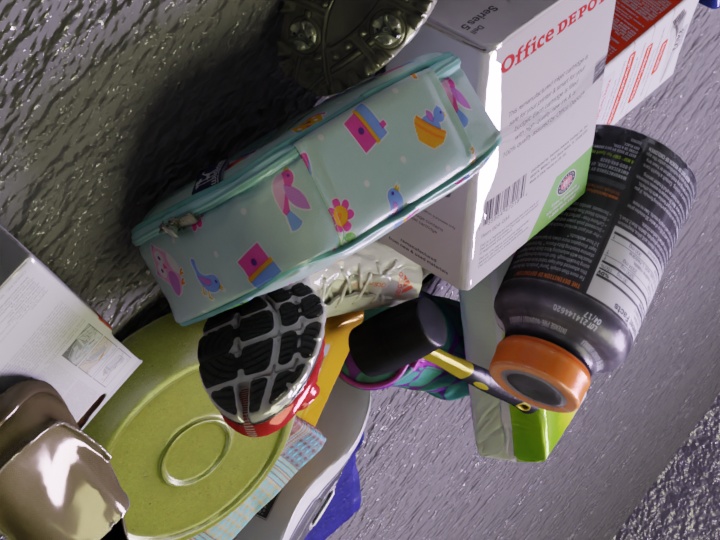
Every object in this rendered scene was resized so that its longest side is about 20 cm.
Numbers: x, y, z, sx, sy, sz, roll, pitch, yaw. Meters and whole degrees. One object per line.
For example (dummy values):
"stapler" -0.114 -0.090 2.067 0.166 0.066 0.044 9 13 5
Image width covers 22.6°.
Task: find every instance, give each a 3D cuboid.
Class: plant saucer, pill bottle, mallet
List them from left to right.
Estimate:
"plant saucer" -0.114 0.111 1.174 0.199 0.031 0.201 -26 139 -26
"mallet" 0.079 0.067 1.302 0.066 0.041 0.199 -31 144 34
"pill bottle" 0.163 0.002 1.311 0.106 0.106 0.201 81 33 -65

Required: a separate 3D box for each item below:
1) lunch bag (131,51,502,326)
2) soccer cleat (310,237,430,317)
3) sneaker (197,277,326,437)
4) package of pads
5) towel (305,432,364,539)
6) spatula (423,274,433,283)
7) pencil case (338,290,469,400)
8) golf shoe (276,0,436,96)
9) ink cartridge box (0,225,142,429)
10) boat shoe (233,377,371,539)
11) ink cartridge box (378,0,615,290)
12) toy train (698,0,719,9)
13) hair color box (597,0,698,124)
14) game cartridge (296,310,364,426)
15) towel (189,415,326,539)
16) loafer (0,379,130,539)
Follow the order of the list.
"lunch bag" -0.031 -0.047 1.029 0.200 0.077 0.160 -32 -171 -36
"soccer cleat" 0.000 0.000 1.253 0.200 0.077 0.070 -29 152 -46
"sneaker" -0.046 0.051 1.064 0.077 0.085 0.200 -15 -157 7
"package of pads" 0.131 0.036 1.453 0.154 0.068 0.201 -37 124 -66
"towel" -0.079 0.212 1.517 0.200 0.049 0.148 -39 151 -29
"spatula" 0.060 -0.046 1.385 0.056 0.021 0.200 -29 156 -20
"pencil case" 0.042 0.056 1.423 0.085 0.092 0.200 -63 158 5
"golf shoe" 0.032 -0.181 1.011 0.200 0.078 0.097 -54 166 11
"ink cartridge box" -0.193 0.049 0.958 0.109 0.050 0.200 -49 162 -7
"boat shoe" -0.051 0.168 1.422 0.201 0.071 0.068 -62 164 -11
"ink cartridge box" 0.089 -0.111 1.193 0.145 0.084 0.201 -37 145 -35
"toy train" 0.323 -0.308 1.430 0.200 0.084 0.116 -42 146 -23
"hair color box" 0.171 -0.151 1.384 0.200 0.064 0.111 -39 158 -27
"game cartridge" -0.098 0.109 1.274 0.199 0.032 0.177 -22 146 -44
"towel" -0.117 0.174 1.286 0.200 0.022 0.147 -46 155 0
"loafer" -0.163 0.119 0.972 0.076 0.067 0.200 -47 161 -9
